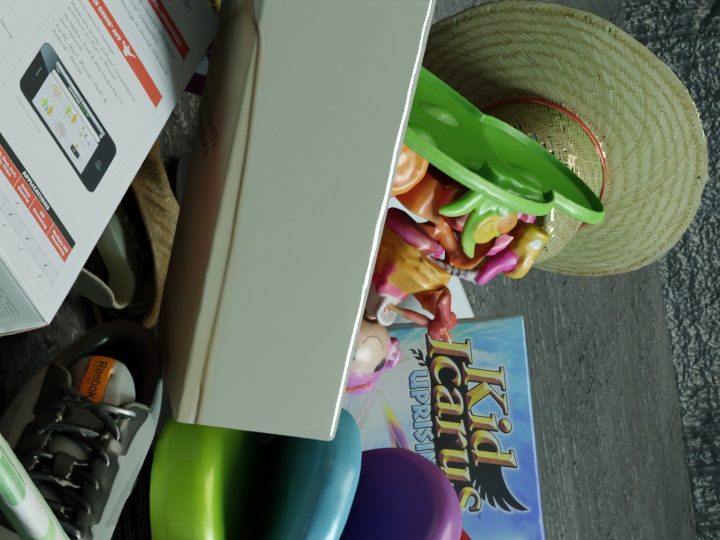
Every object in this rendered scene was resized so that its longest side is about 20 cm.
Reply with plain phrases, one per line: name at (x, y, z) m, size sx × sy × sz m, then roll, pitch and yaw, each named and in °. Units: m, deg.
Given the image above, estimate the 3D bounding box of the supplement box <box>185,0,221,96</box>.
supplement box at (-0.043, -0.197, 1.174) m, size 0.200 × 0.103 × 0.132 m, roll -45°, pitch 135°, yaw -31°

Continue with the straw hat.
straw hat at (0.085, -0.045, 1.263) m, size 0.085 × 0.199 × 0.202 m, roll -58°, pitch 143°, yaw -39°

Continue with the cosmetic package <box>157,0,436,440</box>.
cosmetic package at (-0.030, -0.043, 0.967) m, size 0.104 × 0.072 × 0.202 m, roll -114°, pitch -147°, yaw -66°

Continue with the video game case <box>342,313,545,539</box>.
video game case at (0.005, 0.130, 1.223) m, size 0.045 × 0.179 × 0.202 m, roll 159°, pitch -74°, yaw -80°

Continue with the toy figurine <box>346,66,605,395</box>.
toy figurine at (0.000, 0.000, 1.157) m, size 0.199 × 0.185 × 0.150 m, roll 21°, pitch 21°, yaw -44°

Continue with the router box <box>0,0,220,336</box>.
router box at (-0.147, -0.108, 0.856) m, size 0.201 × 0.049 × 0.180 m, roll 59°, pitch 38°, yaw -31°

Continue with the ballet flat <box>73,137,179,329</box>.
ballet flat at (-0.125, -0.041, 1.062) m, size 0.073 × 0.067 × 0.201 m, roll -59°, pitch 149°, yaw -35°

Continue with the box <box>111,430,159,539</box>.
box at (-0.093, 0.150, 1.131) m, size 0.110 × 0.034 × 0.202 m, roll 21°, pitch 64°, yaw -73°

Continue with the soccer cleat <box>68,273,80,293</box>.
soccer cleat at (-0.148, -0.084, 0.958) m, size 0.085 × 0.068 × 0.202 m, roll -50°, pitch 128°, yaw -56°

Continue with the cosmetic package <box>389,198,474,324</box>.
cosmetic package at (-0.007, -0.061, 1.344) m, size 0.201 × 0.051 × 0.151 m, roll 60°, pitch -3°, yaw 44°

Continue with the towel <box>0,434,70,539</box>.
towel at (-0.163, 0.019, 0.800) m, size 0.153 × 0.023 × 0.201 m, roll 48°, pitch -11°, yaw 38°

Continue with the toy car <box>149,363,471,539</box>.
toy car at (-0.020, 0.132, 1.054) m, size 0.201 × 0.149 × 0.176 m, roll 63°, pitch 28°, yaw -45°

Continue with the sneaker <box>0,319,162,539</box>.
sneaker at (-0.124, 0.080, 0.926) m, size 0.080 × 0.073 × 0.200 m, roll -62°, pitch -175°, yaw 24°

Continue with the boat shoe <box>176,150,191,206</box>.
boat shoe at (-0.043, -0.007, 1.315) m, size 0.201 × 0.068 × 0.072 m, roll 67°, pitch 22°, yaw -49°
